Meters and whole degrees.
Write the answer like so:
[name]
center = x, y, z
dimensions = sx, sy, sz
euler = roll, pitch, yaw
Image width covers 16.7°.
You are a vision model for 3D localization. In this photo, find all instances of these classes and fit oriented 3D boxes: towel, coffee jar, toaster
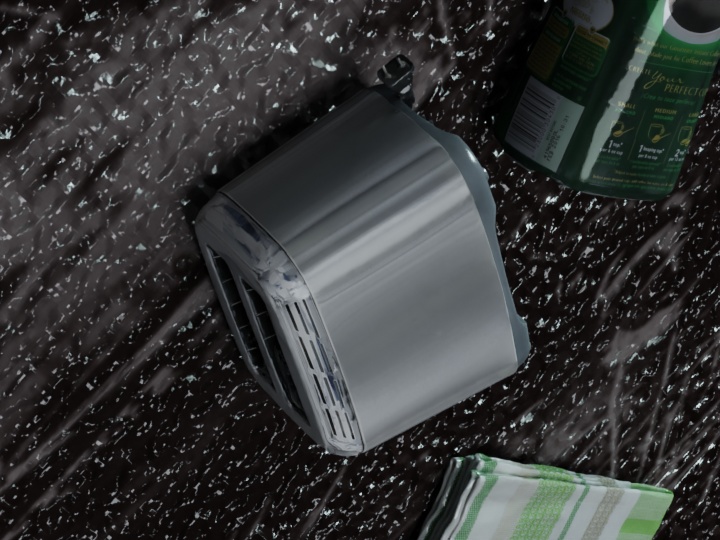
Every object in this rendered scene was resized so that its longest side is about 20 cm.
[towel]
center = 0.099, 0.187, 1.534
dimensions = 0.200, 0.031, 0.149
euler = 12, 111, -46
[coffee jar]
center = 0.152, -0.142, 1.314
dimensions = 0.104, 0.085, 0.200
euler = 6, 114, -40
[toaster]
center = 0.000, 0.000, 1.260
dimensions = 0.129, 0.114, 0.200
euler = -33, 136, -16

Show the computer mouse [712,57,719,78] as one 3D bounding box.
[computer mouse]
center = 0.288, -0.119, 1.462
dimensions = 0.138, 0.053, 0.200
euler = -30, 134, 14
